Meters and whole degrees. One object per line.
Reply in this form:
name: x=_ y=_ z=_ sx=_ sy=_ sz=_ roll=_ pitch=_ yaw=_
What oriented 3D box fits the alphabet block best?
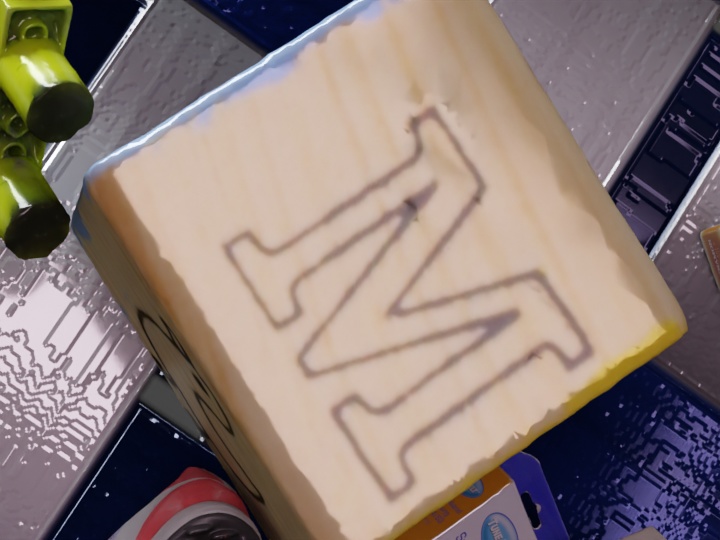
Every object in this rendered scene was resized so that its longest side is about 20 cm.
alphabet block: x=0.000 y=0.000 z=0.950 sx=0.196 sy=0.195 sz=0.201 roll=-33 pitch=91 yaw=-10

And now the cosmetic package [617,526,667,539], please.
cosmetic package: x=0.082 y=0.204 z=0.952 sx=0.199 sy=0.104 sz=0.074 roll=-17 pitch=124 yaw=-23

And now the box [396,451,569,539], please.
box: x=0.021 y=0.173 z=0.985 sx=0.199 sy=0.041 sz=0.119 roll=-33 pitch=129 yaw=-10

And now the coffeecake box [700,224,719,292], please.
coffeecake box: x=0.276 y=-0.020 z=0.999 sx=0.153 sy=0.200 sz=0.074 roll=-19 pitch=89 yaw=-11

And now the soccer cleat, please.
soccer cleat: x=-0.124 y=0.180 z=0.982 sx=0.068 sy=0.073 sz=0.200 roll=38 pitch=97 yaw=-24

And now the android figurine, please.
android figurine: x=-0.180 y=-0.099 z=0.933 sx=0.041 sy=0.183 sz=0.200 roll=-8 pitch=42 yaw=-32
